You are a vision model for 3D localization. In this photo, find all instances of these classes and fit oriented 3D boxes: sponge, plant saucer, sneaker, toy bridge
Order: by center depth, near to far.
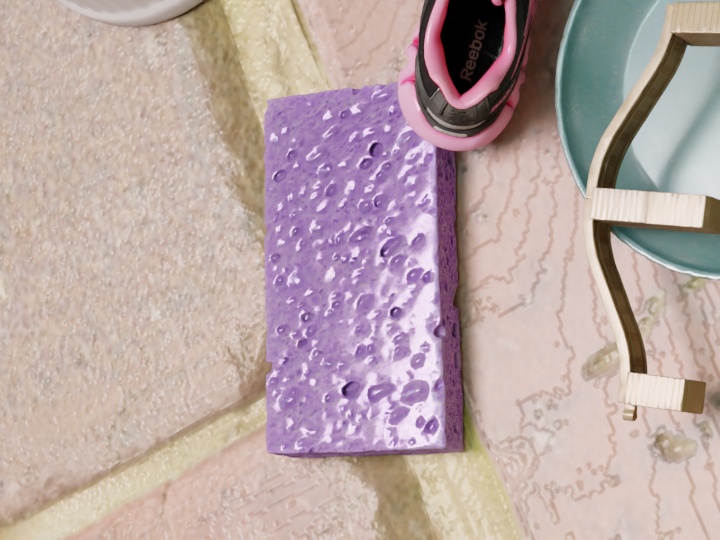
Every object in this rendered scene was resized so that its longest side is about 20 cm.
[{"bbox_3d":[0.141,-0.028,0.903,0.067,0.027,0.202,6,87,34],"label":"toy bridge"},{"bbox_3d":[0.192,-0.093,0.918,0.199,0.036,0.202,-5,81,32],"label":"plant saucer"},{"bbox_3d":[0.067,-0.163,0.957,0.078,0.095,0.202,9,88,4],"label":"sneaker"},{"bbox_3d":[0.000,0.000,1.026,0.111,0.030,0.202,-6,79,30],"label":"sponge"}]

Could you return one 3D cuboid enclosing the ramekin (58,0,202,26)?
[{"bbox_3d":[-0.150,-0.253,1.112,0.201,0.094,0.204,-4,82,31],"label":"ramekin"}]
